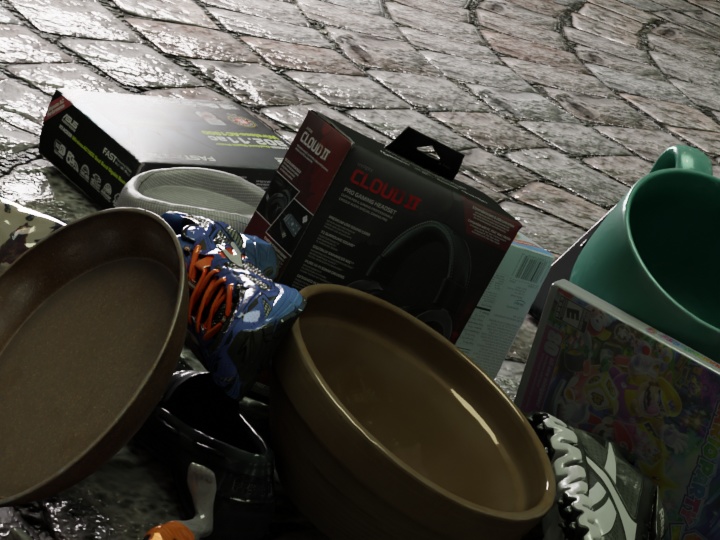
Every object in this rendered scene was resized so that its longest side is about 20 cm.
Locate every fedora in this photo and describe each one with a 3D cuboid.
[{"bbox_3d":[-0.108,-0.017,1.403,0.199,0.091,0.177,19,21,2],"label":"fedora"}]

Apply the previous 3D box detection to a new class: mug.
[{"bbox_3d":[0.229,0.015,1.327,0.152,0.115,0.185,39,43,7],"label":"mug"}]

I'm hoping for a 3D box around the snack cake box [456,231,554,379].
[{"bbox_3d":[0.037,0.008,1.377,0.200,0.115,0.067,15,16,-44],"label":"snack cake box"}]

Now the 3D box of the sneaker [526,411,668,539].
[{"bbox_3d":[0.155,0.163,1.173,0.090,0.067,0.200,13,30,-13],"label":"sneaker"}]

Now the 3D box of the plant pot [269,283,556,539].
[{"bbox_3d":[0.014,0.108,1.148,0.200,0.093,0.201,32,22,-15],"label":"plant pot"}]

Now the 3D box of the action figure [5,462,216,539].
[{"bbox_3d":[-0.098,0.175,0.912,0.199,0.105,0.194,-8,27,1],"label":"action figure"}]

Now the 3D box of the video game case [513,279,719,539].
[{"bbox_3d":[0.190,0.112,1.247,0.200,0.144,0.018,30,28,29],"label":"video game case"}]

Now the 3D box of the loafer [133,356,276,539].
[{"bbox_3d":[-0.100,0.091,1.163,0.068,0.071,0.201,6,23,-30],"label":"loafer"}]

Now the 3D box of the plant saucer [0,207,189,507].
[{"bbox_3d":[-0.169,0.054,1.075,0.034,0.200,0.200,45,2,-36],"label":"plant saucer"}]

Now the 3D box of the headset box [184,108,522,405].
[{"bbox_3d":[0.000,0.000,1.247,0.149,0.200,0.077,24,11,-32],"label":"headset box"}]

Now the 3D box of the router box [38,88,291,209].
[{"bbox_3d":[-0.151,-0.093,1.603,0.199,0.062,0.150,-1,29,-41],"label":"router box"}]

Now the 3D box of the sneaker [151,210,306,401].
[{"bbox_3d":[-0.089,0.016,1.115,0.078,0.075,0.200,29,6,-18],"label":"sneaker"}]

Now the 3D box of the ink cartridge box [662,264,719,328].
[{"bbox_3d":[0.264,0.052,1.425,0.200,0.145,0.084,31,8,18],"label":"ink cartridge box"}]

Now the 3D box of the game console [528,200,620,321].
[{"bbox_3d":[0.253,0.013,1.561,0.177,0.031,0.200,-39,43,-14],"label":"game console"}]

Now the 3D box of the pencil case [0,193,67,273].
[{"bbox_3d":[-0.215,-0.001,1.292,0.200,0.078,0.089,26,41,22],"label":"pencil case"}]
